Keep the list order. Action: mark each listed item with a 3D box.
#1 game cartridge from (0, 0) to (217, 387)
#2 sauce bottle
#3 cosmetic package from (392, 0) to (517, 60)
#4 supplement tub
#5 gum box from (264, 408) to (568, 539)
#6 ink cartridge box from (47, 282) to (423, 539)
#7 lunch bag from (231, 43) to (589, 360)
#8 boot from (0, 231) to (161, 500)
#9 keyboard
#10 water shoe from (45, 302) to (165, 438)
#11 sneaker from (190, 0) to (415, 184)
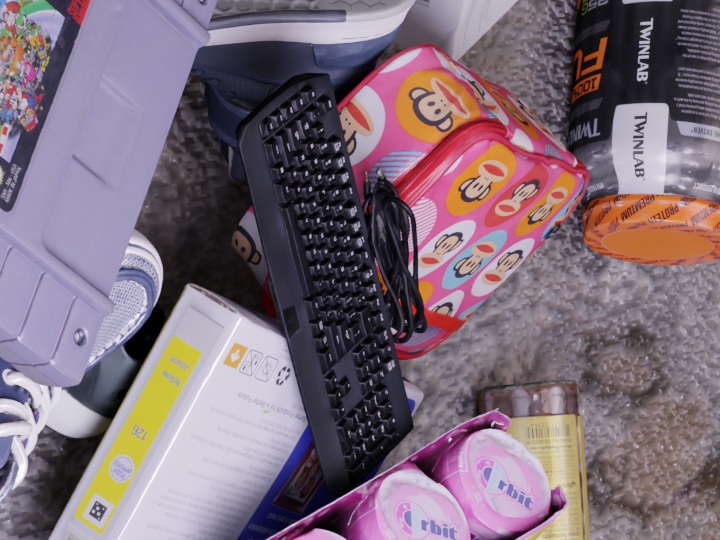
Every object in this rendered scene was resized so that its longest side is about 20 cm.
[{"bbox_3d":[-0.127,-0.071,1.160,0.130,0.038,0.201,44,56,-47],"label":"game cartridge"},{"bbox_3d":[0.102,0.165,1.666,0.065,0.064,0.201,6,80,-54],"label":"sauce bottle"},{"bbox_3d":[0.070,-0.215,1.630,0.200,0.081,0.113,-47,156,-50],"label":"cosmetic package"},{"bbox_3d":[0.191,-0.112,1.786,0.122,0.122,0.201,25,64,-51],"label":"supplement tub"},{"bbox_3d":[0.003,0.150,1.381,0.200,0.114,0.066,-26,73,-46],"label":"gum box"},{"bbox_3d":[-0.071,0.119,1.390,0.201,0.047,0.197,-59,152,3],"label":"ink cartridge box"},{"bbox_3d":[0.018,-0.023,1.495,0.082,0.176,0.200,50,13,20],"label":"lunch bag"},{"bbox_3d":[-0.154,0.058,1.208,0.199,0.090,0.073,-32,134,-18],"label":"boot"},{"bbox_3d":[0.000,0.000,1.346,0.104,0.039,0.201,-48,133,-47],"label":"keyboard"},{"bbox_3d":[-0.155,0.002,1.296,0.200,0.079,0.072,44,12,-51],"label":"water shoe"},{"bbox_3d":[-0.085,-0.105,1.432,0.201,0.146,0.077,4,57,-15],"label":"sneaker"}]
